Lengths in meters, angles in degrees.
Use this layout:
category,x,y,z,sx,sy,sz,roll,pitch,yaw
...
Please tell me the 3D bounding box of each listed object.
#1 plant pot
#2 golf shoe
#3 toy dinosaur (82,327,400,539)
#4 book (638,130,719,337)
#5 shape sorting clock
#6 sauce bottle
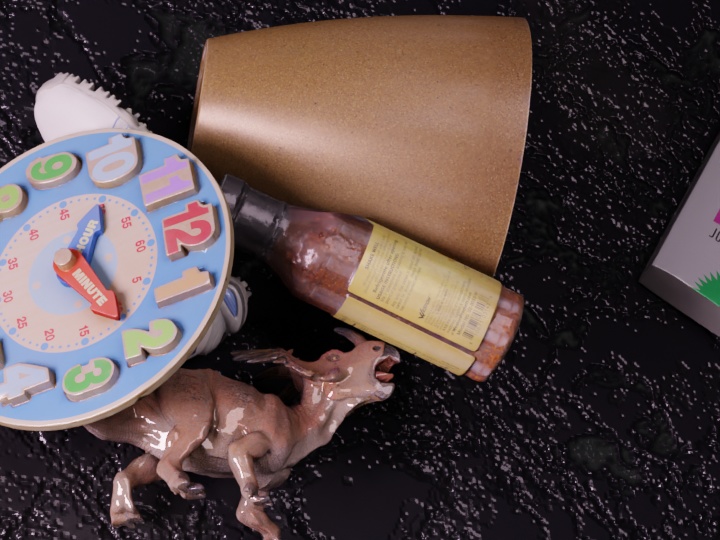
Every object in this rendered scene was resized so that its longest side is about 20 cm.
category,x,y,z,sx,sy,sz,roll,pitch,yaw
plant pot,-0.007,-0.086,1.565,0.199,0.187,0.187,9,59,-7
golf shoe,-0.156,-0.029,1.509,0.097,0.078,0.200,-30,79,-30
toy dinosaur,-0.085,0.088,1.474,0.199,0.086,0.136,12,59,-16
book,0.294,-0.030,1.762,0.133,0.048,0.200,33,55,-2
shape sorting clock,-0.168,0.001,1.438,0.199,0.039,0.201,-8,57,13
sauce bottle,0.000,0.000,1.493,0.200,0.066,0.066,27,54,-8
